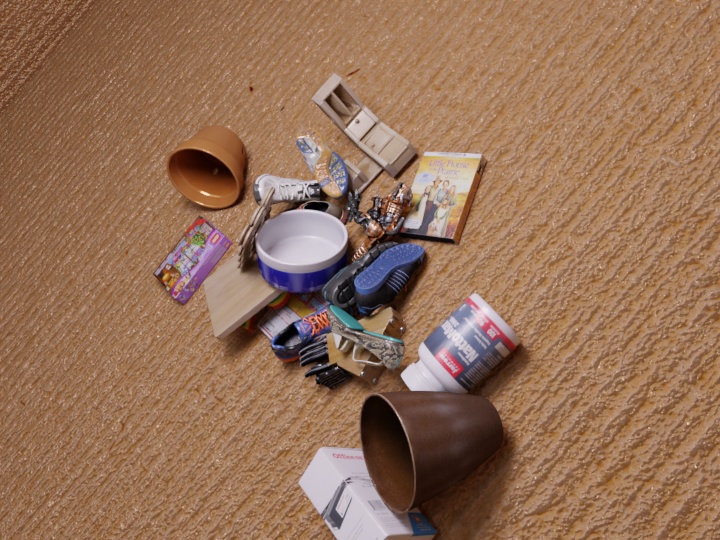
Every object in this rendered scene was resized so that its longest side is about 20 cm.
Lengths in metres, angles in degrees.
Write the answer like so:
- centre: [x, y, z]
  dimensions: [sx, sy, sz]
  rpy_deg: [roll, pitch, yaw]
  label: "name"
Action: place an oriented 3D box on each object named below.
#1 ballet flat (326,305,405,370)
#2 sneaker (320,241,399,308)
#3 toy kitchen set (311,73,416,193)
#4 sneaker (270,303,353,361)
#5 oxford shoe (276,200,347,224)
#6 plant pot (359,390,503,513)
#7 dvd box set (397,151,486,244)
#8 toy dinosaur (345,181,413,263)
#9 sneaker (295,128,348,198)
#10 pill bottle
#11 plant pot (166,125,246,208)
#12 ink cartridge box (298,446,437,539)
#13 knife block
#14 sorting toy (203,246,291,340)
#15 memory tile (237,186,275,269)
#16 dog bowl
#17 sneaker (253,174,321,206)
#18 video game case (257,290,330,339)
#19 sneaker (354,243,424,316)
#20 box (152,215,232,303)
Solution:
- centre: [-0.003, 0.134, 1.290]
  dimensions: [0.199, 0.068, 0.076]
  rpy_deg: [25, 95, 37]
  label: "ballet flat"
- centre: [0.000, 0.000, 1.413]
  dimensions: [0.199, 0.076, 0.079]
  rpy_deg: [-35, 24, -21]
  label: "sneaker"
- centre: [-0.019, -0.296, 1.540]
  dimensions: [0.163, 0.180, 0.200]
  rpy_deg: [-47, 45, 3]
  label: "toy kitchen set"
- centre: [-0.101, 0.125, 1.413]
  dimensions: [0.199, 0.078, 0.076]
  rpy_deg: [-34, 69, 5]
  label: "sneaker"
- centre: [-0.129, -0.136, 1.590]
  dimensions: [0.198, 0.075, 0.071]
  rpy_deg: [-5, 64, 31]
  label: "oxford shoe"
- centre: [0.127, 0.273, 1.114]
  dimensions: [0.198, 0.188, 0.187]
  rpy_deg: [-9, 46, -25]
  label: "plant pot"
- centre: [0.170, -0.157, 1.440]
  dimensions: [0.145, 0.029, 0.201]
  rpy_deg: [10, 71, 36]
  label: "dvd box set"
- centre: [0.031, -0.104, 1.447]
  dimensions: [0.200, 0.102, 0.136]
  rpy_deg: [-43, 47, 2]
  label: "toy dinosaur"
- centre: [-0.078, -0.238, 1.572]
  dimensions: [0.075, 0.088, 0.201]
  rpy_deg: [-27, 64, -2]
  label: "sneaker"
- centre: [0.173, 0.150, 1.209]
  dimensions: [0.200, 0.120, 0.120]
  rpy_deg: [-45, 50, 4]
  label: "pill bottle"
- centre: [-0.386, -0.283, 1.776]
  dimensions: [0.199, 0.201, 0.141]
  rpy_deg: [-8, 44, 29]
  label: "plant pot"
- centre: [0.009, 0.400, 1.152]
  dimensions: [0.200, 0.144, 0.085]
  rpy_deg: [43, 104, 41]
  label: "ink cartridge box"
- centre: [-0.026, 0.148, 1.373]
  dimensions: [0.175, 0.064, 0.201]
  rpy_deg: [22, 78, 38]
  label: "knife block"
- centre: [-0.251, 0.045, 1.559]
  dimensions: [0.199, 0.070, 0.199]
  rpy_deg: [-37, 42, 9]
  label: "sorting toy"
- centre: [-0.231, -0.090, 1.489]
  dimensions: [0.017, 0.200, 0.154]
  rpy_deg: [26, 69, -3]
  label: "memory tile"
- centre: [-0.126, -0.045, 1.472]
  dimensions: [0.198, 0.079, 0.201]
  rpy_deg: [0, 40, 0]
  label: "dog bowl"
- centre: [-0.158, -0.192, 1.575]
  dimensions: [0.114, 0.200, 0.076]
  rpy_deg: [-4, 96, 25]
  label: "sneaker"
- centre: [-0.128, 0.082, 1.507]
  dimensions: [0.200, 0.017, 0.143]
  rpy_deg: [-52, 49, -2]
  label: "video game case"
- centre: [0.058, 0.017, 1.369]
  dimensions: [0.070, 0.078, 0.199]
  rpy_deg: [26, 43, 34]
  label: "sneaker"
- centre: [-0.434, -0.031, 1.753]
  dimensions: [0.137, 0.039, 0.201]
  rpy_deg: [35, 86, 40]
  label: "box"
